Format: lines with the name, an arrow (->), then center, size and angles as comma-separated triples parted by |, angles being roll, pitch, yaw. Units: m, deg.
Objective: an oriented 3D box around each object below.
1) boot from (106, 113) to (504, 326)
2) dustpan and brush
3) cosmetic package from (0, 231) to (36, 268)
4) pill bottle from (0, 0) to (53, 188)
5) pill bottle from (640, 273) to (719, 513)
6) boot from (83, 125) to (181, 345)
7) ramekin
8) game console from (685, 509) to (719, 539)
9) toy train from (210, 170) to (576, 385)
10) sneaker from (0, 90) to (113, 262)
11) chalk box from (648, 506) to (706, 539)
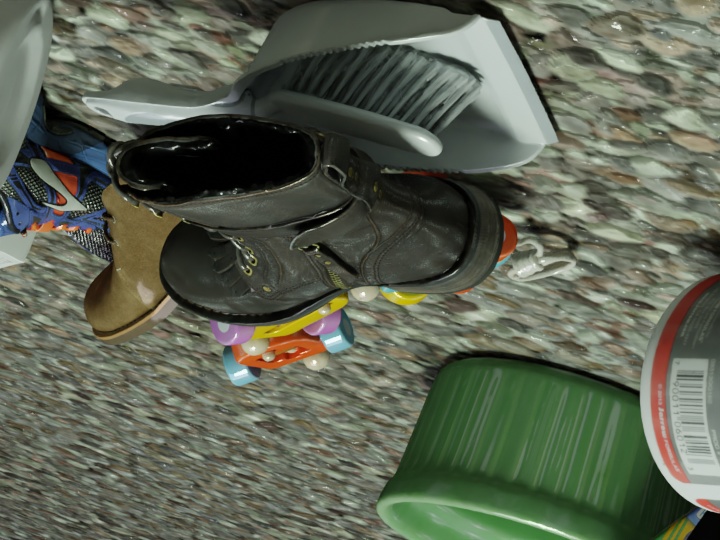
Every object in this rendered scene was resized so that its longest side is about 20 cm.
boot -> -0.050, -0.030, 1.169 | 0.199, 0.070, 0.174 | -8, 164, 34
dustpan and brush -> -0.026, -0.076, 1.171 | 0.199, 0.058, 0.140 | 13, 164, 21
cosmetic package -> -0.265, -0.031, 1.626 | 0.082, 0.051, 0.200 | 25, 164, -24
pill bottle -> -0.251, -0.108, 1.234 | 0.199, 0.112, 0.111 | 18, 164, 4
pill bottle -> 0.232, 0.057, 1.216 | 0.116, 0.117, 0.199 | 30, 161, -35
boot -> -0.107, -0.026, 1.399 | 0.075, 0.074, 0.200 | 30, 144, -16
ramekin -> 0.117, 0.129, 1.627 | 0.199, 0.098, 0.200 | 17, 164, 5
game console -> 0.285, 0.116, 1.307 | 0.175, 0.117, 0.199 | 18, 168, -37
toy train -> 0.000, 0.000, 1.346 | 0.199, 0.056, 0.150 | -21, 168, 21
sneaker -> -0.182, -0.047, 1.421 | 0.075, 0.079, 0.200 | 8, 161, 36
chalk box -> 0.260, 0.179, 1.499 | 0.124, 0.199, 0.124 | 43, -165, -52
